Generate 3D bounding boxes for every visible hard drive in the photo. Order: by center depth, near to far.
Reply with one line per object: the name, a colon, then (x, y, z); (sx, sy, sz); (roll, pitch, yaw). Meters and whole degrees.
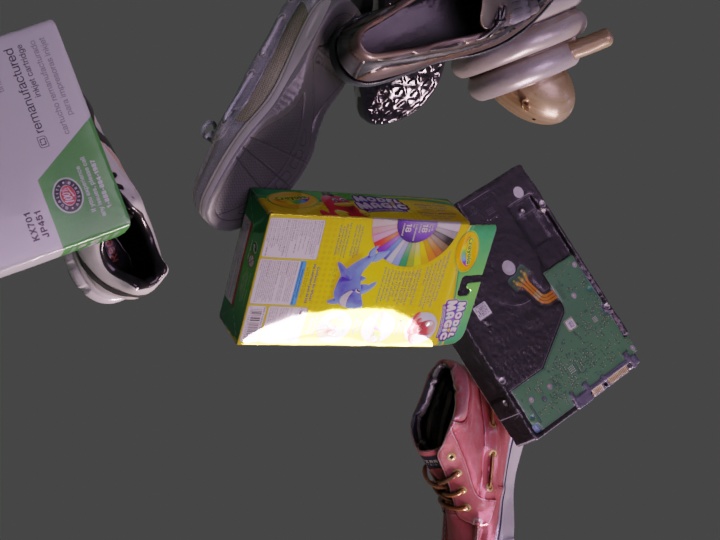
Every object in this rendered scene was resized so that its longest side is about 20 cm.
hard drive: (0.132, 0.028, 1.364); (0.140, 0.038, 0.200); (-33, 88, -29)

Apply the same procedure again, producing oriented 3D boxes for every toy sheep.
toy sheep: (0.122, -0.212, 1.325); (0.138, 0.138, 0.200); (-24, 93, -32)

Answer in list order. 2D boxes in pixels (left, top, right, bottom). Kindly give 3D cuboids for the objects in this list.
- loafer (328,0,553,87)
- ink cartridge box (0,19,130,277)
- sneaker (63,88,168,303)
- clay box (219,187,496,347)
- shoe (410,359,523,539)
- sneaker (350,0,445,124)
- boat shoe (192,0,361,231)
loafer: (0.074, -0.193, 1.218); (0.200, 0.063, 0.072); (-27, 92, -12)
ink cartridge box: (-0.269, -0.058, 1.043); (0.200, 0.083, 0.147); (-22, 93, -16)
sneaker: (-0.192, -0.068, 1.144); (0.074, 0.080, 0.200); (-36, 112, -26)
clay box: (0.000, 0.000, 1.264); (0.200, 0.048, 0.115); (2, 118, -29)
shoe: (0.081, 0.177, 1.365); (0.091, 0.071, 0.200); (20, 77, -33)
sneaker: (0.026, -0.216, 1.290); (0.072, 0.083, 0.200); (-6, 123, -23)
boat shoe: (-0.071, -0.123, 1.242); (0.074, 0.065, 0.202); (38, 77, -51)
